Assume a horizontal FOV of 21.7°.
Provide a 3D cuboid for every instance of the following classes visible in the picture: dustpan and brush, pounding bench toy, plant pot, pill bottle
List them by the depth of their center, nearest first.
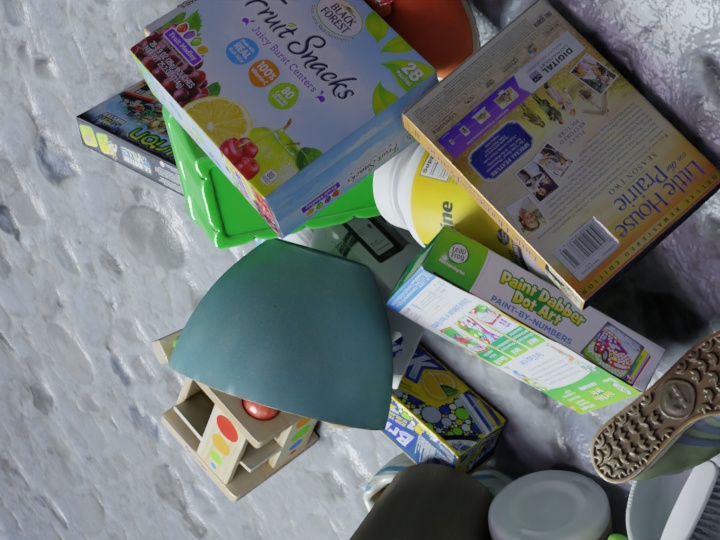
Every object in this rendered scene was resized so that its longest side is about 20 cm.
[{"bbox_3d":[0.251,0.216,1.483,0.139,0.200,0.057,18,165,46],"label":"dustpan and brush"},{"bbox_3d":[0.107,-0.057,1.511,0.200,0.112,0.113,17,132,46],"label":"pill bottle"},{"bbox_3d":[-0.055,0.048,1.656,0.200,0.200,0.135,19,93,45],"label":"plant pot"},{"bbox_3d":[0.185,0.293,1.727,0.111,0.111,0.200,22,135,42],"label":"pill bottle"},{"bbox_3d":[-0.138,0.108,1.985,0.200,0.124,0.156,46,147,16],"label":"pounding bench toy"}]

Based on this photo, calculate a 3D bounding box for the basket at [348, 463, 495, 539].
[{"bbox_3d":[0.047,0.284,1.702,0.180,0.200,0.136,39,135,-13],"label":"basket"}]

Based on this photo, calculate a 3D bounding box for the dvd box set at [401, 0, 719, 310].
[{"bbox_3d":[0.150,-0.089,1.397,0.200,0.146,0.029,46,170,14],"label":"dvd box set"}]

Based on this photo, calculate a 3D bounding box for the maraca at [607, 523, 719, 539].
[{"bbox_3d":[0.279,0.264,1.577,0.200,0.107,0.137,-27,89,58],"label":"maraca"}]

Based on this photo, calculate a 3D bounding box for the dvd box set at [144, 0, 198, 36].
[{"bbox_3d":[-0.068,-0.176,1.572,0.200,0.146,0.029,47,161,33],"label":"dvd box set"}]

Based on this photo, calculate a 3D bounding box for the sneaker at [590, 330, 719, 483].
[{"bbox_3d":[0.276,0.100,1.459,0.200,0.090,0.067,-38,65,25],"label":"sneaker"}]

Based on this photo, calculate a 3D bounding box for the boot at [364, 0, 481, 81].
[{"bbox_3d":[0.023,-0.230,1.462,0.200,0.075,0.107,57,-169,-4],"label":"boot"}]

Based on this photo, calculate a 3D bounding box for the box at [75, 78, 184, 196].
[{"bbox_3d":[-0.173,-0.129,1.830,0.200,0.110,0.035,26,138,38],"label":"box"}]

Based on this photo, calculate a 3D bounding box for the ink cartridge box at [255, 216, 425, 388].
[{"bbox_3d":[0.000,0.000,1.751,0.200,0.068,0.116,46,146,17],"label":"ink cartridge box"}]

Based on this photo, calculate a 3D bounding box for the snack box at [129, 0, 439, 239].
[{"bbox_3d":[-0.057,-0.148,1.475,0.200,0.169,0.068,49,170,31],"label":"snack box"}]

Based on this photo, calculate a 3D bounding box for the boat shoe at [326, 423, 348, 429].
[{"bbox_3d":[-0.059,0.070,1.892,0.200,0.070,0.070,50,152,10],"label":"boat shoe"}]

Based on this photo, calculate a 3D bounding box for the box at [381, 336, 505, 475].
[{"bbox_3d":[0.041,0.116,1.800,0.200,0.070,0.064,41,145,23],"label":"box"}]

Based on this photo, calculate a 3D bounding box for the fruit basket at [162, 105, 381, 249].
[{"bbox_3d":[-0.068,-0.129,1.649,0.215,0.215,0.156,23,135,42],"label":"fruit basket"}]

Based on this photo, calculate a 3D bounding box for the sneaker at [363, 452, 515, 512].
[{"bbox_3d":[0.091,0.233,1.830,0.200,0.081,0.077,11,126,46],"label":"sneaker"}]

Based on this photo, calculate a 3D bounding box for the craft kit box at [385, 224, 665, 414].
[{"bbox_3d":[0.127,0.045,1.515,0.197,0.049,0.200,32,168,-2],"label":"craft kit box"}]
